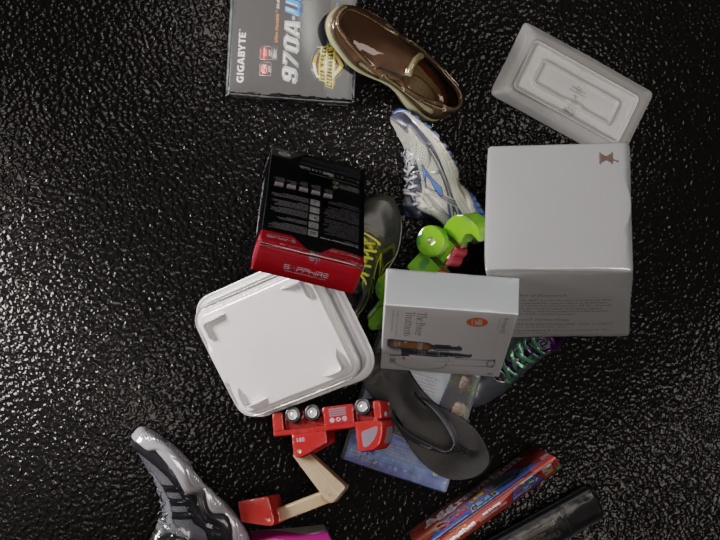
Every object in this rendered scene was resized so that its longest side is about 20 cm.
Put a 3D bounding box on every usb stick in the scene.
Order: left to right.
[{"bbox_3d":[0.227,0.345,1.628,0.200,0.033,0.056,-27,104,-8],"label":"usb stick"}]

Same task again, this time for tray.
[{"bbox_3d":[0.278,-0.230,1.617,0.200,0.022,0.108,27,89,-10],"label":"tray"}]

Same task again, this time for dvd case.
[{"bbox_3d":[0.069,0.165,1.579,0.142,0.018,0.201,17,90,8],"label":"dvd case"}]

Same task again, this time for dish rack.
[{"bbox_3d":[-0.100,0.086,1.505,0.200,0.044,0.172,-23,98,24],"label":"dish rack"}]

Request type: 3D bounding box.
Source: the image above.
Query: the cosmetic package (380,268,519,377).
[{"bbox_3d":[0.100,0.065,1.464,0.150,0.200,0.052,2,65,1],"label":"cosmetic package"}]

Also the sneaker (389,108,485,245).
[{"bbox_3d":[0.084,-0.108,1.563,0.085,0.077,0.200,-32,97,-3],"label":"sneaker"}]

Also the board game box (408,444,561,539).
[{"bbox_3d":[0.155,0.291,1.577,0.200,0.103,0.019,-34,95,-7],"label":"board game box"}]

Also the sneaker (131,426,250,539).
[{"bbox_3d":[-0.235,0.293,1.521,0.114,0.075,0.200,-42,100,-8],"label":"sneaker"}]

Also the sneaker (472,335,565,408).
[{"bbox_3d":[0.201,0.098,1.584,0.200,0.088,0.074,-45,99,-6],"label":"sneaker"}]

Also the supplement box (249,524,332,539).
[{"bbox_3d":[-0.080,0.427,1.542,0.103,0.101,0.201,-2,92,-9],"label":"supplement box"}]

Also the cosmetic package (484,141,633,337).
[{"bbox_3d":[0.239,-0.032,1.485,0.166,0.200,0.168,0,65,10],"label":"cosmetic package"}]

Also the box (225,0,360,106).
[{"bbox_3d":[-0.082,-0.308,1.537,0.158,0.046,0.201,3,92,-11],"label":"box"}]

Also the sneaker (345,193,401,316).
[{"bbox_3d":[0.000,0.000,1.542,0.074,0.085,0.200,23,89,-3],"label":"sneaker"}]

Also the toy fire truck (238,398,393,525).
[{"bbox_3d":[-0.054,0.236,1.536,0.199,0.049,0.141,-8,82,14],"label":"toy fire truck"}]

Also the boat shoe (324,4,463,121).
[{"bbox_3d":[0.049,-0.258,1.520,0.202,0.075,0.075,33,77,-29],"label":"boat shoe"}]

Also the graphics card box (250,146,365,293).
[{"bbox_3d":[-0.059,-0.063,1.482,0.125,0.200,0.051,13,128,-10],"label":"graphics card box"}]

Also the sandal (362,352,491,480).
[{"bbox_3d":[0.076,0.187,1.546,0.200,0.043,0.076,43,93,7],"label":"sandal"}]

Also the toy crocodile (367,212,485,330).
[{"bbox_3d":[0.081,0.003,1.527,0.200,0.067,0.062,-49,65,19],"label":"toy crocodile"}]
